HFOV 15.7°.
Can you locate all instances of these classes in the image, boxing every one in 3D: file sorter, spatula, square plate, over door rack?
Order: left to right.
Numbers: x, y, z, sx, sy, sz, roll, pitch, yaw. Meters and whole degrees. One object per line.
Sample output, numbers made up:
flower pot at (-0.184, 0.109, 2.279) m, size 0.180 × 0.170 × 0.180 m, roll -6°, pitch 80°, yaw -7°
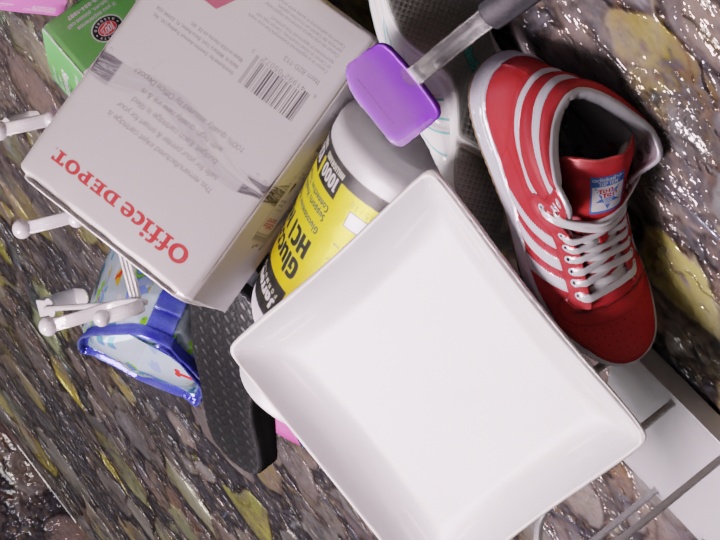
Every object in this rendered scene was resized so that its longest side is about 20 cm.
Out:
over door rack at (-0.212, -0.035, 1.779) m, size 0.200 × 0.066 × 0.149 m, roll -177°, pitch 73°, yaw -70°
square plate at (0.045, 0.068, 1.534) m, size 0.198 × 0.028 × 0.200 m, roll 51°, pitch 126°, yaw 2°
spatula at (0.057, -0.128, 1.413) m, size 0.057 × 0.021 × 0.200 m, roll 50°, pitch 134°, yaw -5°
file sorter at (0.182, 0.168, 1.587) m, size 0.200 × 0.124 × 0.139 m, roll 46°, pitch 161°, yaw 23°

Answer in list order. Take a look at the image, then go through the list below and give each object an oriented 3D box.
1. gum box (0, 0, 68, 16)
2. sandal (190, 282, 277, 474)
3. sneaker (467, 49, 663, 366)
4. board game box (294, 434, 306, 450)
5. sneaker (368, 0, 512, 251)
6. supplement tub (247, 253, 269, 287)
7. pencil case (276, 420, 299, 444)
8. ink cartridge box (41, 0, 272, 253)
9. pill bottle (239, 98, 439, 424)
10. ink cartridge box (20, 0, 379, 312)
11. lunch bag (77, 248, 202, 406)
gum box at (-0.213, -0.282, 1.709) m, size 0.114 × 0.066 × 0.202 m, roll 129°, pitch 145°, yaw -71°
sandal at (-0.077, 0.060, 1.771) m, size 0.075 × 0.048 × 0.201 m, roll 40°, pitch 152°, yaw 23°
sneaker at (0.132, -0.025, 1.448) m, size 0.201 × 0.071 × 0.112 m, roll 63°, pitch 164°, yaw -21°
board game box at (0.001, 0.094, 1.858) m, size 0.135 × 0.035 × 0.200 m, roll 21°, pitch -167°, yaw -20°
sneaker at (0.057, -0.108, 1.511) m, size 0.201 × 0.070 × 0.080 m, roll 68°, pitch 166°, yaw -19°
supplement tub at (0.017, 0.034, 1.767) m, size 0.200 × 0.122 × 0.123 m, roll 38°, pitch 157°, yaw 42°
pencil case at (0.002, 0.120, 2.025) m, size 0.094 × 0.091 × 0.200 m, roll 33°, pitch 179°, yaw -42°
ink cartridge box at (-0.095, -0.115, 1.739) m, size 0.200 × 0.146 × 0.084 m, roll 50°, pitch 164°, yaw 16°
pill bottle at (0.000, 0.000, 1.618) m, size 0.112 × 0.112 × 0.201 m, roll 45°, pitch 124°, yaw 27°
ink cartridge box at (-0.093, -0.097, 1.625) m, size 0.146 × 0.201 × 0.083 m, roll 37°, pitch -177°, yaw 16°
lunch bag at (-0.118, -0.007, 1.866) m, size 0.127 × 0.171 × 0.200 m, roll 23°, pitch 167°, yaw -1°
